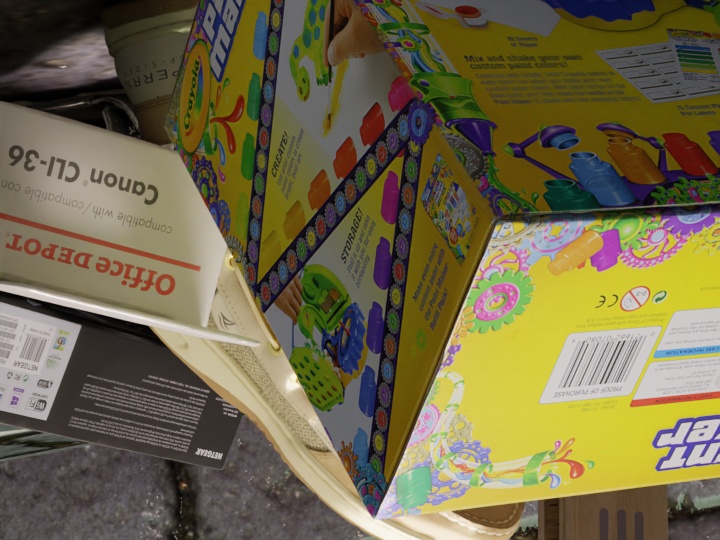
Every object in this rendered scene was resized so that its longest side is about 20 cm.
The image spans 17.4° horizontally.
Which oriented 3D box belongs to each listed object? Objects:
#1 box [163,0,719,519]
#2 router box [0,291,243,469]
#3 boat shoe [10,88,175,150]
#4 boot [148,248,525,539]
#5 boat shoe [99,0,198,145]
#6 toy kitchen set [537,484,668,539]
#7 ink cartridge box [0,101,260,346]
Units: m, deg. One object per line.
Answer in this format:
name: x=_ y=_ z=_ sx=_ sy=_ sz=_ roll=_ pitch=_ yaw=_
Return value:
box: x=0.070 y=-0.038 z=0.767 sx=0.199 sy=0.193 sz=0.122 roll=-3 pitch=133 yaw=-28
router box: x=-0.166 y=0.029 z=1.053 sx=0.157 sy=0.052 sz=0.200 roll=21 pitch=180 yaw=34
boat shoe: x=-0.107 y=-0.048 z=1.079 sx=0.199 sy=0.071 sz=0.064 roll=-6 pitch=173 yaw=-12
boot: x=0.024 y=0.017 z=0.939 sx=0.155 sy=0.200 sz=0.073 roll=-42 pitch=-170 yaw=31
boat shoe: x=-0.049 y=-0.070 z=0.991 sx=0.074 sy=0.067 sz=0.200 roll=-12 pitch=172 yaw=23
toy kitchen set: x=0.041 y=0.053 z=1.028 sx=0.199 sy=0.181 sz=0.163 roll=5 pitch=162 yaw=-10
ink cartridge box: x=-0.127 y=-0.026 z=0.900 sx=0.116 sy=0.068 sz=0.200 roll=14 pitch=-179 yaw=-39
